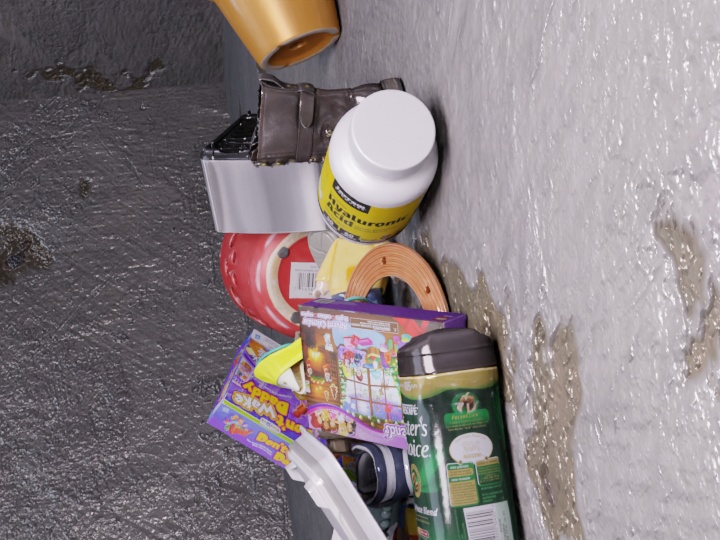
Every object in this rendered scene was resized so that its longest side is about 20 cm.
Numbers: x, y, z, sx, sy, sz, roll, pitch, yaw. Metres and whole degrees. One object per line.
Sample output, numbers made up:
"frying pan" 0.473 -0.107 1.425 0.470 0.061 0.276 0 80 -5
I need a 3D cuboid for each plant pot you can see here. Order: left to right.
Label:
"plant pot" -0.119 -0.393 1.638 0.200 0.199 0.184 128 118 -77
"plant pot" -0.082 -0.008 1.608 0.182 0.199 0.202 -162 66 -71

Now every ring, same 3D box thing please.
"ring" 0.041 0.071 1.256 0.200 0.019 0.202 10 102 55

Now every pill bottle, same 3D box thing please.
"pill bottle" 0.018 -0.106 1.181 0.200 0.110 0.112 114 148 -72

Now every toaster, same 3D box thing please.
"toaster" -0.095 -0.131 1.494 0.200 0.179 0.120 -61 -34 -63

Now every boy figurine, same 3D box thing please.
"boy figurine" 0.000 0.000 1.395 0.064 0.124 0.202 30 -120 -56

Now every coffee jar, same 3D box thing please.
"coffee jar" 0.084 0.152 1.035 0.104 0.085 0.202 146 117 -79

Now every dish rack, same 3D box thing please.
"dish rack" -0.021 0.253 1.214 0.172 0.043 0.200 59 169 -7

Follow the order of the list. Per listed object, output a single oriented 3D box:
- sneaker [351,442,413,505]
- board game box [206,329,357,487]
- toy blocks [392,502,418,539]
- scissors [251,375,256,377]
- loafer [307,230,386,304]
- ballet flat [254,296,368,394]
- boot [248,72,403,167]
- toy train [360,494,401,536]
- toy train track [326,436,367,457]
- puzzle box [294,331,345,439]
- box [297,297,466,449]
"sneaker" 0.040 0.220 1.270 0.200 0.108 0.071 118 143 -73
"board game box" -0.074 0.177 1.415 0.045 0.199 0.135 -49 14 37
"toy blocks" 0.069 0.318 1.272 0.200 0.099 0.138 171 104 -80
"scissors" -0.041 0.128 1.435 0.073 0.198 0.014 -113 33 -61
"loafer" 0.000 0.022 1.503 0.072 0.063 0.201 -11 109 41
"ballet flat" -0.052 0.100 1.301 0.200 0.067 0.067 -36 60 38
"boot" -0.040 -0.135 1.315 0.069 0.173 0.201 -112 18 -56
"toy train" 0.015 0.281 1.564 0.201 0.085 0.114 96 155 -52
"toy train track" 0.020 0.209 1.385 0.200 0.032 0.116 21 -122 -60
"puzzle box" -0.001 0.129 1.380 0.200 0.132 0.026 -114 25 -59
"box" 0.023 0.105 1.180 0.199 0.039 0.138 4 104 42
